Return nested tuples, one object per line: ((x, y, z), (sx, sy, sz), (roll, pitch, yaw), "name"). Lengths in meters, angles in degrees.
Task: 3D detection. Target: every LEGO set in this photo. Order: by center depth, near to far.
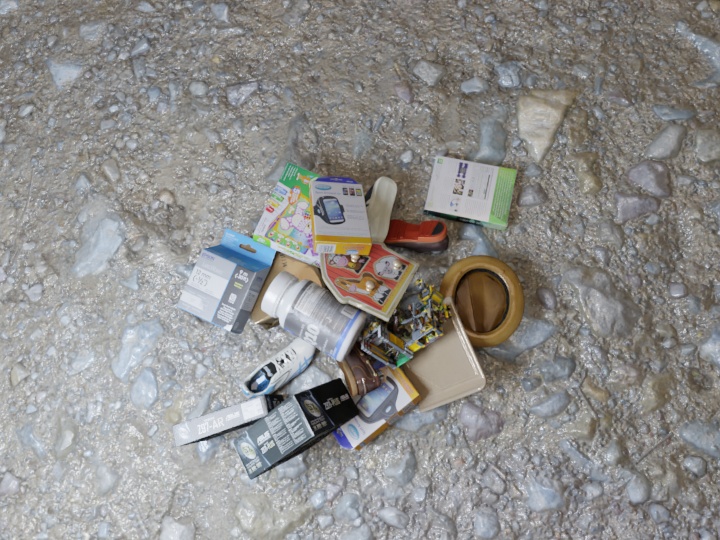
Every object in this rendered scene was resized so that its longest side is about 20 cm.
((0.077, 0.100, 1.079), (0.199, 0.115, 0.155), (-33, 35, 36), "LEGO set")

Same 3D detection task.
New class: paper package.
((-0.184, 0.006, 1.201), (0.189, 0.104, 0.202), (-24, 75, 1), "paper package")

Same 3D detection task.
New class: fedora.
((0.263, 0.071, 1.150), (0.197, 0.082, 0.204), (-1, 75, 6), "fedora")

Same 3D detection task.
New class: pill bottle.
((-0.095, 0.089, 1.066), (0.198, 0.114, 0.115), (29, 80, 8), "pill bottle")

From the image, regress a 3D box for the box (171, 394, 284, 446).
((-0.269, 0.314, 1.101), (0.197, 0.160, 0.044), (-19, 76, 1), "box")

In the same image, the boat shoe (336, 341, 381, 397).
((-0.016, 0.189, 1.126), (0.069, 0.071, 0.201), (-16, 41, -13), "boat shoe")

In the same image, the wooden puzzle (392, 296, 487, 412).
((0.163, 0.181, 1.116), (0.184, 0.037, 0.202), (-33, 68, 37), "wooden puzzle")

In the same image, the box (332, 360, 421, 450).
((0.018, 0.287, 1.120), (0.199, 0.042, 0.119), (-37, 59, -6), "box")

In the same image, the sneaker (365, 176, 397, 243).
((0.026, -0.115, 1.204), (0.074, 0.084, 0.202), (28, 70, -13), "sneaker")

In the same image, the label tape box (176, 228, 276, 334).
((-0.287, 0.016, 1.128), (0.142, 0.066, 0.202), (21, 86, 16), "label tape box")

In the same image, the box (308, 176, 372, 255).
((-0.047, -0.122, 1.111), (0.117, 0.042, 0.202), (2, 49, -13), "box")

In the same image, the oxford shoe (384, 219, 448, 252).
((0.108, -0.070, 1.210), (0.198, 0.073, 0.072), (5, 52, 27), "oxford shoe")

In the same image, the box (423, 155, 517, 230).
((0.261, -0.186, 1.241), (0.197, 0.036, 0.146), (13, 77, 10), "box")

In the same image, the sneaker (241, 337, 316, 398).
((-0.178, 0.216, 1.164), (0.199, 0.073, 0.072), (-41, 74, -7), "sneaker")

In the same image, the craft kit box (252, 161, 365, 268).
((-0.111, -0.118, 1.160), (0.195, 0.049, 0.202), (23, 66, -7), "craft kit box")

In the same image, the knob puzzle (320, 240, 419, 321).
((0.006, -0.006, 1.072), (0.216, 0.031, 0.222), (7, 46, -7), "knob puzzle")

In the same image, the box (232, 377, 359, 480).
((-0.128, 0.314, 1.047), (0.200, 0.163, 0.087), (-41, 72, 27), "box")
